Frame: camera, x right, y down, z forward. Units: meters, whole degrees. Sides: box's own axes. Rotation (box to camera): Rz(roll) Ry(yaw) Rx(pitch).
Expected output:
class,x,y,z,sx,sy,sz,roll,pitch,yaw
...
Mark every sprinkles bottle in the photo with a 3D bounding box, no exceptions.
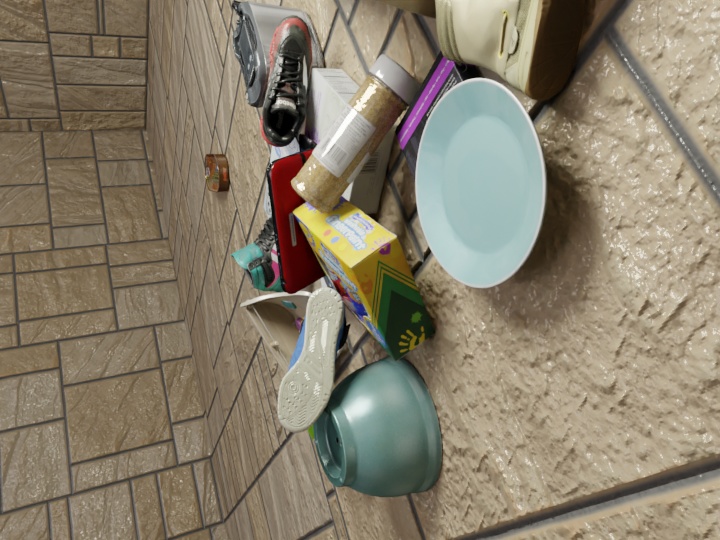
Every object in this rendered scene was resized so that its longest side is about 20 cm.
class,x,y,z,sx,sy,sz,roll,pitch,yaw
sprinkles bottle,-0.008,-0.171,0.726,0.201,0.068,0.068,-52,42,12

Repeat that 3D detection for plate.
class,x,y,z,sx,sy,sz,roll,pitch,yaw
plate,0.118,-0.084,0.569,0.199,0.025,0.205,24,117,59

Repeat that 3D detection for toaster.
class,x,y,z,sx,sy,sz,roll,pitch,yaw
toaster,-0.147,-0.383,0.998,0.114,0.127,0.204,-51,51,55

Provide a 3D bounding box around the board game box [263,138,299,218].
class,x,y,z,sx,sy,sz,roll,pitch,yaw
board game box,-0.140,-0.140,1.145,0.201,0.043,0.202,108,144,-45

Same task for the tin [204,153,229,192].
class,x,y,z,sx,sy,sz,roll,pitch,yaw
tin,-0.440,-0.298,1.738,0.199,0.041,0.115,23,113,61

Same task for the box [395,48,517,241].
class,x,y,z,sx,sy,sz,roll,pitch,yaw
box,0.109,-0.126,0.641,0.143,0.035,0.204,-53,49,55

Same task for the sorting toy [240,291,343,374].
class,x,y,z,sx,sy,sz,roll,pitch,yaw
sorting toy,-0.106,0.109,1.065,0.179,0.106,0.202,-23,100,53

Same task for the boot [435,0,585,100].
class,x,y,z,sx,sy,sz,roll,pitch,yaw
boot,0.136,-0.274,0.503,0.156,0.071,0.204,46,142,47

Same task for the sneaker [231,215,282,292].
class,x,y,z,sx,sy,sz,roll,pitch,yaw
sneaker,-0.186,-0.049,1.080,0.083,0.118,0.205,31,125,56

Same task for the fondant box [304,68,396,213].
class,x,y,z,sx,sy,sz,roll,pitch,yaw
fondant box,-0.025,-0.201,0.875,0.201,0.057,0.146,-122,35,-43

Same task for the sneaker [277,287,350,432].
class,x,y,z,sx,sy,sz,roll,pitch,yaw
sneaker,-0.065,0.130,0.831,0.111,0.075,0.205,71,-149,-82

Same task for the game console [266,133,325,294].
class,x,y,z,sx,sy,sz,roll,pitch,yaw
game console,-0.104,-0.094,0.893,0.117,0.171,0.204,15,121,36

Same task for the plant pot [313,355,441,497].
class,x,y,z,sx,sy,sz,roll,pitch,yaw
plant pot,0.010,0.238,0.833,0.200,0.131,0.205,28,122,60

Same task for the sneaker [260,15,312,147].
class,x,y,z,sx,sy,sz,roll,pitch,yaw
sneaker,-0.112,-0.287,0.884,0.098,0.069,0.204,-116,36,-64

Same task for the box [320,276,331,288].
class,x,y,z,sx,sy,sz,roll,pitch,yaw
box,-0.039,-0.042,0.968,0.119,0.041,0.205,-11,89,65

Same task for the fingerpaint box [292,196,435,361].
class,x,y,z,sx,sy,sz,roll,pitch,yaw
fingerpaint box,0.000,0.000,0.780,0.200,0.073,0.169,43,162,52

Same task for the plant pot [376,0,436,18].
class,x,y,z,sx,sy,sz,roll,pitch,yaw
plant pot,0.013,-0.373,0.609,0.201,0.197,0.137,52,131,46

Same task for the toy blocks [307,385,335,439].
class,x,y,z,sx,sy,sz,roll,pitch,yaw
toy blocks,-0.062,0.263,1.027,0.203,0.099,0.136,65,160,-7
